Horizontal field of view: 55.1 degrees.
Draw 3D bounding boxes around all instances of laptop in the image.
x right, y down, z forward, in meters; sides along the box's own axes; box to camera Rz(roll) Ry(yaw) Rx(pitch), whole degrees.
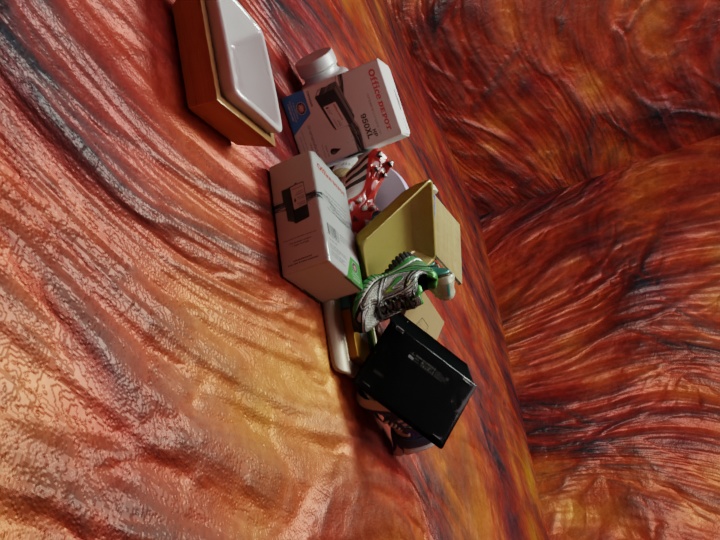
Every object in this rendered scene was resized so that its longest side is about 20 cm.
[{"bbox_3d":[0.095,0.178,1.210,0.187,0.116,0.201,37,65,-4],"label":"laptop"}]

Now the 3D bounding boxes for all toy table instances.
[{"bbox_3d":[0.077,-0.140,1.556,0.117,0.183,0.201,18,50,-52],"label":"toy table"}]

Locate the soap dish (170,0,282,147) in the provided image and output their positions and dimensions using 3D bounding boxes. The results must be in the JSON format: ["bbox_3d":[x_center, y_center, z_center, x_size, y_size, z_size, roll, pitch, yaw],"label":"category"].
[{"bbox_3d":[-0.188,-0.285,0.969,0.157,0.081,0.202,31,44,-66],"label":"soap dish"}]

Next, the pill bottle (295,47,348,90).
[{"bbox_3d":[-0.055,-0.346,1.415,0.111,0.110,0.201,-81,149,-57],"label":"pill bottle"}]

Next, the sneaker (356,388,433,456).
[{"bbox_3d":[0.067,0.276,1.228,0.199,0.148,0.081,4,22,-33],"label":"sneaker"}]

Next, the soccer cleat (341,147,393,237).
[{"bbox_3d":[-0.010,-0.136,1.257,0.068,0.085,0.201,36,69,-34],"label":"soccer cleat"}]

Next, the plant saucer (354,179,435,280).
[{"bbox_3d":[0.058,-0.042,1.245,0.200,0.048,0.201,-44,145,-30],"label":"plant saucer"}]

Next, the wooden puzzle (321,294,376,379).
[{"bbox_3d":[-0.008,0.110,1.225,0.200,0.037,0.186,41,35,-60],"label":"wooden puzzle"}]

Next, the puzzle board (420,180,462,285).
[{"bbox_3d":[0.168,-0.081,1.471,0.151,0.017,0.201,45,32,-29],"label":"puzzle board"}]

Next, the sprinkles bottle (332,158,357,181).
[{"bbox_3d":[-0.027,-0.201,1.432,0.200,0.068,0.069,-76,144,-60],"label":"sprinkles bottle"}]

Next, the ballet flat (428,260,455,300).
[{"bbox_3d":[0.137,0.019,1.377,0.200,0.067,0.063,-133,-153,-75],"label":"ballet flat"}]

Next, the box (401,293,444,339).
[{"bbox_3d":[0.102,0.152,1.393,0.164,0.021,0.201,52,56,-48],"label":"box"}]

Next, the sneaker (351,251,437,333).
[{"bbox_3d":[0.057,0.040,1.178,0.200,0.085,0.078,-40,142,-33],"label":"sneaker"}]

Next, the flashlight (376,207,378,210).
[{"bbox_3d":[0.040,-0.102,1.453,0.201,0.067,0.068,60,10,24],"label":"flashlight"}]

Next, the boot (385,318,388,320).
[{"bbox_3d":[0.063,0.006,1.468,0.073,0.090,0.201,40,35,-61],"label":"boot"}]

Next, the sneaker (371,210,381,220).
[{"bbox_3d":[-0.001,-0.087,1.321,0.200,0.110,0.077,42,34,-59],"label":"sneaker"}]

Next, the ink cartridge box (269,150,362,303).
[{"bbox_3d":[-0.071,-0.069,1.119,0.147,0.082,0.201,42,34,-60],"label":"ink cartridge box"}]

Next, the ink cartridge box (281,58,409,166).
[{"bbox_3d":[-0.026,-0.287,1.291,0.084,0.199,0.146,-32,103,-74],"label":"ink cartridge box"}]
